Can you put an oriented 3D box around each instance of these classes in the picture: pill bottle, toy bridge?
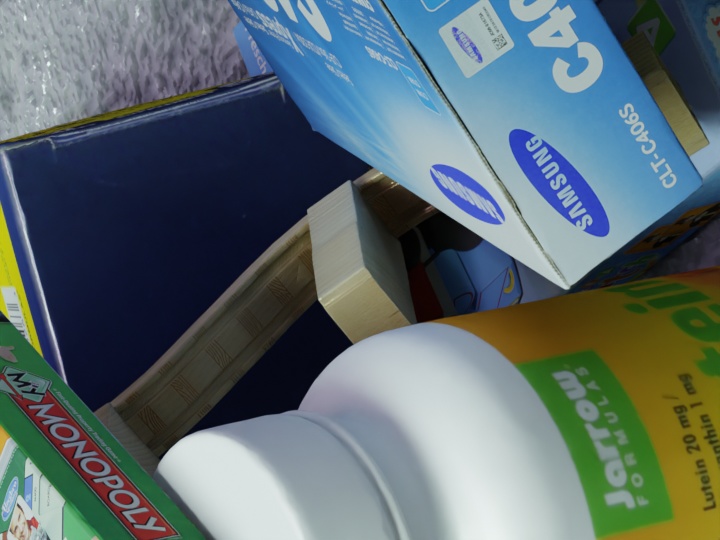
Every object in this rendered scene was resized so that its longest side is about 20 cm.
[{"bbox_3d":[0.050,0.063,0.693,0.111,0.200,0.111,20,114,52],"label":"pill bottle"},{"bbox_3d":[0.000,0.000,0.741,0.027,0.200,0.067,51,-168,-22],"label":"toy bridge"}]

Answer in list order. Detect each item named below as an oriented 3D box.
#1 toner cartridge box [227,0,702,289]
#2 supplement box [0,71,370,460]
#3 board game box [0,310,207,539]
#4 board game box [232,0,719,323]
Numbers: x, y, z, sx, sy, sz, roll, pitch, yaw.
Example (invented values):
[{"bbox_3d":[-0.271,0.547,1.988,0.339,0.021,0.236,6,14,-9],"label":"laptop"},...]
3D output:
[{"bbox_3d":[0.008,-0.065,0.690,0.095,0.043,0.200,55,173,-21],"label":"toner cartridge box"},{"bbox_3d":[-0.070,0.002,0.883,0.200,0.109,0.110,178,76,-72],"label":"supplement box"},{"bbox_3d":[-0.102,0.121,0.701,0.135,0.029,0.200,44,126,38],"label":"board game box"},{"bbox_3d":[0.041,-0.059,0.822,0.200,0.037,0.151,-43,63,50],"label":"board game box"}]
